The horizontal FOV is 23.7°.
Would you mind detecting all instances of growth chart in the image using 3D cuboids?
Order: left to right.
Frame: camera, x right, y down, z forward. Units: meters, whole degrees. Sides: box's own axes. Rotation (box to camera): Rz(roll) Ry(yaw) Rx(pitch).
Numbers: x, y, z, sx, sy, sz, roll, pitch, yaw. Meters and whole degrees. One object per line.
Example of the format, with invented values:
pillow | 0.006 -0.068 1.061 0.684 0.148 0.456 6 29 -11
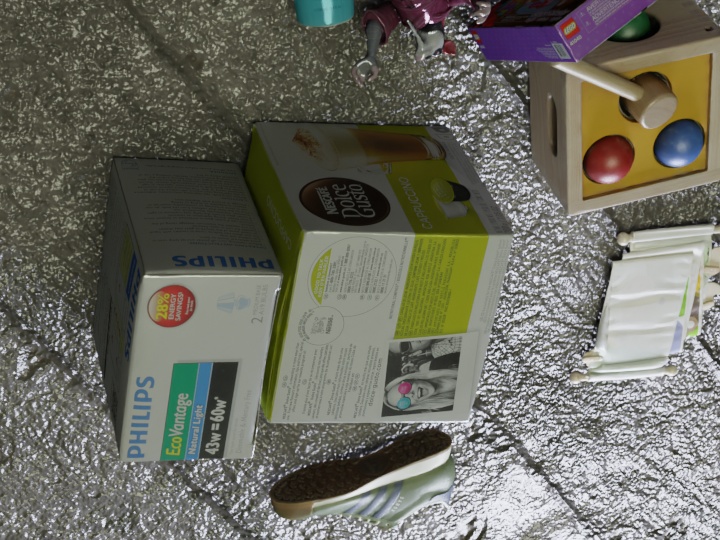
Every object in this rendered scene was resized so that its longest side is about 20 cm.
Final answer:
growth chart | 0.307 0.036 1.792 0.144 0.018 0.201 1 121 -19

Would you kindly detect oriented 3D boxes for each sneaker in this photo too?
sneaker | 0.009 0.240 1.794 0.199 0.067 0.090 -18 120 -10

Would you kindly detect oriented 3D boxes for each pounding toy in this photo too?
pounding toy | 0.237 -0.159 1.563 0.183 0.142 0.201 -13 127 -10

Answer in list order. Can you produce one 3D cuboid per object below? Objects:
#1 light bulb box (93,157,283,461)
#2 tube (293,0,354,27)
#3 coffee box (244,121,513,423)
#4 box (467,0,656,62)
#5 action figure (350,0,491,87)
light bulb box | -0.159 0.033 1.528 0.124 0.200 0.199 1 122 -18
tube | -0.040 -0.308 1.448 0.077 0.050 0.201 -13 118 -12
coffee box | 0.000 0.000 1.558 0.196 0.200 0.201 1 122 -18
box | 0.185 -0.232 1.455 0.137 0.200 0.039 -38 106 -10
action figure | 0.037 -0.256 1.485 0.133 0.150 0.200 -16 145 7
